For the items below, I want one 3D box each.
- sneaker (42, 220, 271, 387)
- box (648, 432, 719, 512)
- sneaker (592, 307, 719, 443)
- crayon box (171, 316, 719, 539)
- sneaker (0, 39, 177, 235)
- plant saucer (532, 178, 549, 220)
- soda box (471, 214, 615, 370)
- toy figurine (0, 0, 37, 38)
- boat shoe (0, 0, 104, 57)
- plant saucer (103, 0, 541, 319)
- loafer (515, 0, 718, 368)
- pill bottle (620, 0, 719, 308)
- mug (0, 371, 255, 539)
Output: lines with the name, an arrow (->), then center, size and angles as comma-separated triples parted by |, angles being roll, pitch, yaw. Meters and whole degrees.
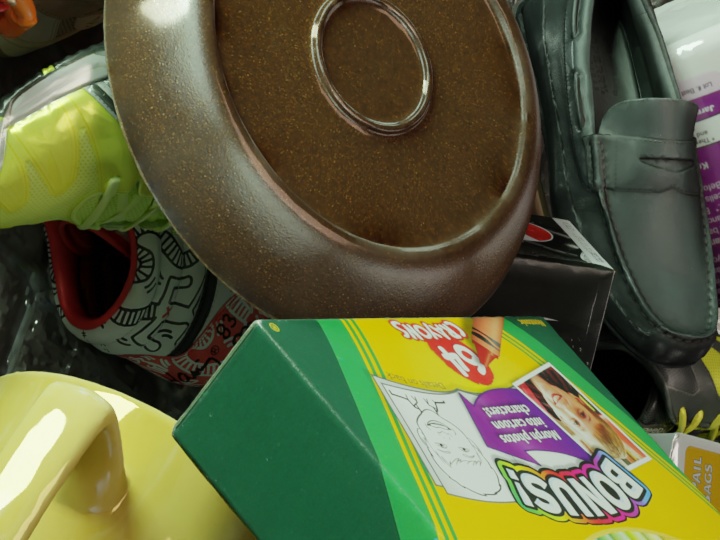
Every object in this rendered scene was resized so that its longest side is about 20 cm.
sneaker -> -0.066, -0.057, 1.124 | 0.108, 0.067, 0.203 | 18, 77, -46
box -> 0.157, 0.140, 1.305 | 0.199, 0.112, 0.102 | 17, 75, -46
sneaker -> 0.152, 0.058, 1.323 | 0.199, 0.074, 0.085 | 30, 48, -13
crayon box -> 0.056, 0.094, 0.972 | 0.173, 0.058, 0.200 | 47, 23, 23
sneaker -> -0.062, -0.043, 1.043 | 0.199, 0.075, 0.077 | -17, 75, -30
plant saucer -> 0.053, -0.083, 1.232 | 0.200, 0.029, 0.201 | -14, 90, -86
soda box -> 0.043, 0.078, 1.146 | 0.063, 0.071, 0.201 | 8, 107, -15
toy figurine -> -0.172, -0.108, 0.975 | 0.199, 0.150, 0.185 | 19, 79, -22
boat shoe -> -0.080, -0.146, 1.137 | 0.200, 0.065, 0.072 | -39, 111, -46
plant saucer -> -0.003, -0.072, 1.042 | 0.199, 0.032, 0.201 | 17, 62, -34
loafer -> 0.121, -0.054, 1.277 | 0.068, 0.070, 0.201 | 2, 61, -32
pill bottle -> 0.192, -0.032, 1.387 | 0.112, 0.112, 0.201 | -36, 109, -46
mug -> -0.118, 0.129, 0.982 | 0.187, 0.149, 0.153 | 54, 55, -35
